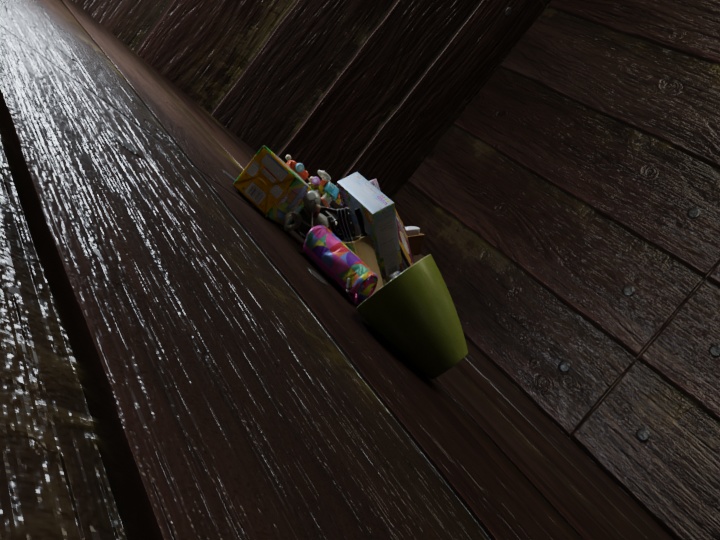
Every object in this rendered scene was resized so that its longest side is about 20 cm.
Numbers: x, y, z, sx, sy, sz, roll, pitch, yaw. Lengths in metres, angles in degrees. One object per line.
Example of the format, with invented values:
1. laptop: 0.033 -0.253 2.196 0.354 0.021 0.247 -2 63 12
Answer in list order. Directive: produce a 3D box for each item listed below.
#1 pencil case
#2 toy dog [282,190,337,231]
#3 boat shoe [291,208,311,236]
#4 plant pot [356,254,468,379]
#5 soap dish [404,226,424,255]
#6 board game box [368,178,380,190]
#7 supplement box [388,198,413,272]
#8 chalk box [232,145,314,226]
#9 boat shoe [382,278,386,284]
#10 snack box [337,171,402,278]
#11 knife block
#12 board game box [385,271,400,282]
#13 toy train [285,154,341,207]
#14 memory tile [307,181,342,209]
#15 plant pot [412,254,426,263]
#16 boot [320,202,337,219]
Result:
1. pencil case: -0.047 -0.013 1.433 0.200 0.089 0.088 43 5 26
2. toy dog: -0.092 -0.103 1.609 0.097 0.132 0.199 47 8 31
3. boat shoe: -0.189 -0.170 1.794 0.199 0.076 0.072 40 6 1
4. plant pot: 0.120 0.106 1.285 0.202 0.185 0.187 56 6 5
5. soap dish: 0.108 -0.087 1.997 0.200 0.153 0.083 -130 -148 -82
6. board game box: -0.006 -0.173 2.129 0.043 0.195 0.204 -48 119 -69
7. supplement box: 0.072 -0.075 1.766 0.132 0.101 0.202 57 16 -37
8. chalk box: -0.203 -0.199 1.599 0.124 0.124 0.200 42 4 12
9. boat shoe: 0.064 0.075 1.625 0.199 0.069 0.075 40 -9 -7
10. snack box: 0.024 -0.109 1.560 0.169 0.067 0.203 46 -23 42
11. knife block: -0.005 -0.042 1.487 0.063 0.178 0.200 -23 57 -41
12. board game box: 0.082 0.055 1.699 0.199 0.035 0.135 40 -35 -16
13. toy train: -0.124 -0.222 1.667 0.150 0.056 0.199 40 -6 -38
14. memory tile: -0.102 -0.187 1.840 0.195 0.017 0.155 11 -40 14
15. plant pot: 0.151 0.064 1.954 0.186 0.188 0.200 40 17 -3
16. boot: -0.082 -0.139 1.808 0.199 0.066 0.165 38 -3 -2
